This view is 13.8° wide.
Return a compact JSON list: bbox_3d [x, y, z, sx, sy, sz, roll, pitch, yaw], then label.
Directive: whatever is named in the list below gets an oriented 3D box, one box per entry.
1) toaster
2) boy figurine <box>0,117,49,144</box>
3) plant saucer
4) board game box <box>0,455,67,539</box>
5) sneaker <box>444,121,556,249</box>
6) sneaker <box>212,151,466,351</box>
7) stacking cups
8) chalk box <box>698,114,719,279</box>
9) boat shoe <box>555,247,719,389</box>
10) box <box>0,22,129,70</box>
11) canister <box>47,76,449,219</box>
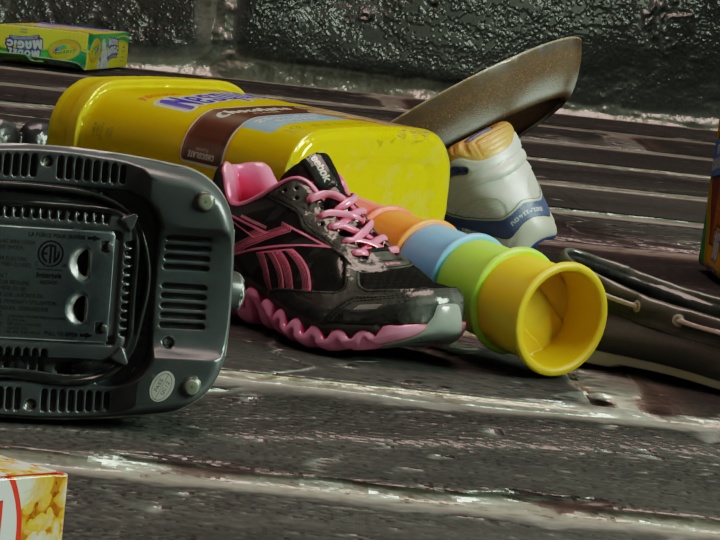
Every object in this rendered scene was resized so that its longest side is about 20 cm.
[{"bbox_3d":[-0.155,0.001,1.272,0.199,0.114,0.129,2,4,-16],"label":"toaster"},{"bbox_3d":[-0.177,-0.060,1.939,0.124,0.065,0.200,4,4,-39],"label":"boy figurine"},{"bbox_3d":[0.060,-0.087,1.903,0.200,0.032,0.200,-28,-7,-3],"label":"plant saucer"},{"bbox_3d":[-0.211,0.072,0.888,0.151,0.046,0.200,12,9,40],"label":"board game box"},{"bbox_3d":[0.066,-0.025,1.889,0.075,0.088,0.200,-29,-4,-15],"label":"sneaker"},{"bbox_3d":[-0.020,-0.012,1.559,0.079,0.096,0.200,2,9,-43],"label":"sneaker"},{"bbox_3d":[0.044,0.004,1.581,0.060,0.061,0.200,1,12,-38],"label":"stacking cups"},{"bbox_3d":[0.310,-0.087,2.021,0.124,0.201,0.125,6,7,-3],"label":"chalk box"},{"bbox_3d":[0.185,0.030,1.549,0.200,0.057,0.067,9,8,25],"label":"boat shoe"},{"bbox_3d":[-0.355,-0.264,3.500,0.117,0.049,0.200,7,9,10],"label":"box"},{"bbox_3d":[-0.065,-0.060,1.751,0.200,0.087,0.148,14,11,42],"label":"canister"}]
